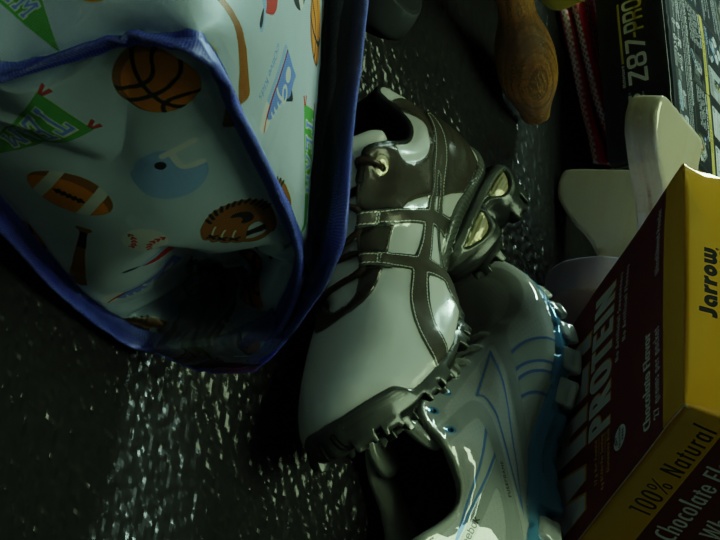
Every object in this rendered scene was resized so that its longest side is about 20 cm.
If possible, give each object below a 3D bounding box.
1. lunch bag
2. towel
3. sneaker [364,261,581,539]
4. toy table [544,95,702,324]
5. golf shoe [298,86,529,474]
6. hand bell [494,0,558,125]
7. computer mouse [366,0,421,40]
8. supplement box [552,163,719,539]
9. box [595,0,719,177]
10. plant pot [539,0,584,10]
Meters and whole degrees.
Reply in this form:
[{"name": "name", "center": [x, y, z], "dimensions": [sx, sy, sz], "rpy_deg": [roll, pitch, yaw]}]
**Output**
[{"name": "lunch bag", "center": [-0.061, -0.080, 0.698], "dimensions": [0.200, 0.124, 0.170], "rpy_deg": [67, 22, -57]}, {"name": "towel", "center": [0.171, -0.135, 1.282], "dimensions": [0.200, 0.022, 0.145], "rpy_deg": [-7, 84, -63]}, {"name": "sneaker", "center": [0.042, 0.063, 0.890], "dimensions": [0.087, 0.075, 0.200], "rpy_deg": [35, 39, -29]}, {"name": "toy table", "center": [0.175, 0.004, 1.081], "dimensions": [0.200, 0.184, 0.117], "rpy_deg": [51, 52, -57]}, {"name": "golf shoe", "center": [0.000, 0.000, 0.848], "dimensions": [0.095, 0.078, 0.200], "rpy_deg": [47, 34, -17]}, {"name": "hand bell", "center": [0.076, -0.142, 1.035], "dimensions": [0.200, 0.104, 0.104], "rpy_deg": [72, 21, -50]}, {"name": "computer mouse", "center": [-0.020, -0.196, 0.934], "dimensions": [0.059, 0.034, 0.200], "rpy_deg": [-4, 75, -64]}, {"name": "supplement box", "center": [0.190, 0.089, 0.914], "dimensions": [0.200, 0.197, 0.133], "rpy_deg": [17, 48, -10]}, {"name": "box", "center": [0.193, -0.113, 1.228], "dimensions": [0.161, 0.049, 0.200], "rpy_deg": [37, 43, -48]}, {"name": "plant pot", "center": [0.120, -0.283, 1.075], "dimensions": [0.176, 0.200, 0.200], "rpy_deg": [22, 59, -46]}]
